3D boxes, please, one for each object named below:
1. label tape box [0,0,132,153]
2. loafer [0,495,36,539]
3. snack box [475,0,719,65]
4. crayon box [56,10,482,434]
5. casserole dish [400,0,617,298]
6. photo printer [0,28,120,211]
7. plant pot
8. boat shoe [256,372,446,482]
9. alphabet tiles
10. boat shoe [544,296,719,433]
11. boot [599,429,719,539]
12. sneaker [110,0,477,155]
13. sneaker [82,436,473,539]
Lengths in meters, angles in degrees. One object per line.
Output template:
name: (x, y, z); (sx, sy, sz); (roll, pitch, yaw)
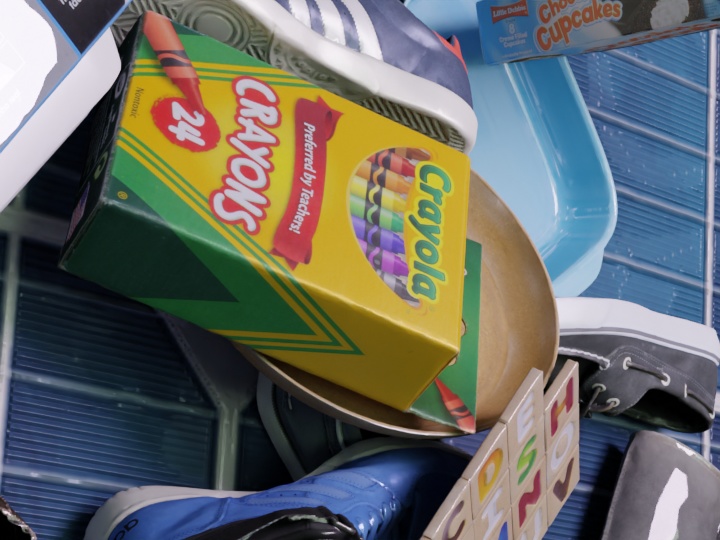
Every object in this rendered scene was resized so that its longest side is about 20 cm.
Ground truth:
label tape box: (-0.187, -0.130, 0.766); (0.200, 0.066, 0.143); (54, 50, -24)
loafer: (-0.205, 0.102, 0.800); (0.200, 0.071, 0.073); (-5, 87, -46)
snack box: (0.170, -0.139, 1.076); (0.116, 0.200, 0.037); (-12, 93, -46)
crayon box: (-0.023, -0.021, 0.944); (0.200, 0.051, 0.127); (23, 42, -18)
casserole dish: (0.068, -0.076, 1.132); (0.121, 0.039, 0.200); (-37, 108, -42)
photo printer: (-0.191, -0.089, 0.848); (0.166, 0.069, 0.200); (53, 50, -23)
plant pot: (0.000, 0.000, 1.001); (0.200, 0.027, 0.200); (20, 44, -20)
boat shoe: (0.025, 0.116, 1.036); (0.073, 0.062, 0.200); (-50, 117, -38)
alphabet tiles: (0.052, 0.141, 0.985); (0.200, 0.008, 0.167); (-53, 153, -30)
boat shoe: (0.132, 0.052, 1.151); (0.200, 0.069, 0.057); (10, 70, -46)
boot: (0.172, 0.215, 1.174); (0.182, 0.073, 0.200); (51, 45, -29)
sneaker: (-0.034, -0.115, 1.010); (0.200, 0.075, 0.085); (27, 46, -26)
sneaker: (-0.008, 0.126, 0.931); (0.200, 0.111, 0.077); (-2, 106, -30)
